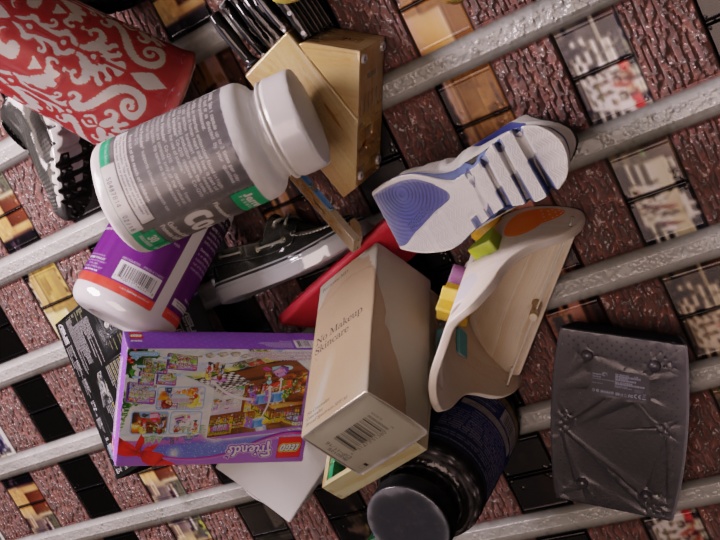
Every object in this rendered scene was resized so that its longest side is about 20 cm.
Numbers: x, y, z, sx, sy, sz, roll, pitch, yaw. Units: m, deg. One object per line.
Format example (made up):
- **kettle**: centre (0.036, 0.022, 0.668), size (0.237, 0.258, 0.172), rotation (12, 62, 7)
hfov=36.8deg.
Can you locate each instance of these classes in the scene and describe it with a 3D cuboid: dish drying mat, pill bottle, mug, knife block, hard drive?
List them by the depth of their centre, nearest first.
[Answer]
- **pill bottle**: centre (-0.137, -0.103, 1.000), size (0.199, 0.113, 0.113), rotation (-22, 103, 11)
- **knife block**: centre (-0.067, -0.188, 1.061), size (0.175, 0.064, 0.201), rotation (12, 118, 21)
- **hard drive**: centre (0.259, 0.146, 1.076), size (0.134, 0.042, 0.201), rotation (7, 116, 23)
- **mug**: centre (-0.292, -0.192, 1.084), size (0.199, 0.134, 0.177), rotation (26, 143, -22)
- **pill bottle**: centre (0.083, 0.197, 1.089), size (0.111, 0.200, 0.112), rotation (11, 118, 21)
- **dish drying mat**: centre (0.000, 0.000, 1.118), size (0.200, 0.077, 0.018), rotation (-42, 54, 34)
- **pill bottle**: centre (-0.205, -0.033, 1.121), size (0.112, 0.201, 0.113), rotation (24, 165, 7)

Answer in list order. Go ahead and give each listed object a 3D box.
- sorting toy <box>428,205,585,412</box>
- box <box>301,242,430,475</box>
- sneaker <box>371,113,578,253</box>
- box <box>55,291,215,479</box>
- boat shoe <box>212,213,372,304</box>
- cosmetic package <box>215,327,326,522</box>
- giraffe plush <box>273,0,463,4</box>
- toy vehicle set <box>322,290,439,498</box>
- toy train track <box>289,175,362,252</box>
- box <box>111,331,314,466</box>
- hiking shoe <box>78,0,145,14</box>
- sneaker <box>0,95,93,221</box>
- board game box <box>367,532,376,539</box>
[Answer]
- **sorting toy**: centre (0.113, 0.043, 1.014), size (0.106, 0.180, 0.201), rotation (24, 121, 13)
- **box**: centre (0.009, 0.080, 1.024), size (0.078, 0.200, 0.095), rotation (36, 123, -25)
- **sneaker**: centre (0.120, -0.084, 0.992), size (0.199, 0.115, 0.081), rotation (-21, 96, 35)
- **box**: centre (-0.240, 0.110, 1.231), size (0.164, 0.086, 0.201), rotation (-34, 76, 38)
- **boat shoe**: centre (-0.081, -0.026, 1.139), size (0.199, 0.072, 0.071), rotation (-22, 88, 24)
- **cosmetic package**: centre (-0.069, 0.176, 1.226), size (0.113, 0.081, 0.200), rotation (37, 125, 6)
- **giraffe plush**: centre (0.018, -0.300, 0.928), size (0.161, 0.200, 0.173), rotation (6, 110, -13)
- **toy vehicle set**: centre (0.023, 0.119, 1.084), size (0.026, 0.200, 0.124), rotation (35, 128, -23)
- **toy train track**: centre (-0.055, -0.101, 1.090), size (0.200, 0.032, 0.115), rotation (50, 158, 21)
- **box**: centre (-0.147, 0.130, 1.100), size (0.199, 0.039, 0.137), rotation (2, 114, -21)
- **hiking shoe**: centre (-0.234, -0.339, 1.075), size (0.200, 0.076, 0.101), rotation (-39, 76, 32)
- **sneaker**: centre (-0.357, -0.155, 1.218), size (0.090, 0.066, 0.201), rotation (2, 110, 28)
- **board game box**: centre (0.023, 0.385, 1.207), size (0.029, 0.200, 0.135), rotation (-14, 106, 32)
